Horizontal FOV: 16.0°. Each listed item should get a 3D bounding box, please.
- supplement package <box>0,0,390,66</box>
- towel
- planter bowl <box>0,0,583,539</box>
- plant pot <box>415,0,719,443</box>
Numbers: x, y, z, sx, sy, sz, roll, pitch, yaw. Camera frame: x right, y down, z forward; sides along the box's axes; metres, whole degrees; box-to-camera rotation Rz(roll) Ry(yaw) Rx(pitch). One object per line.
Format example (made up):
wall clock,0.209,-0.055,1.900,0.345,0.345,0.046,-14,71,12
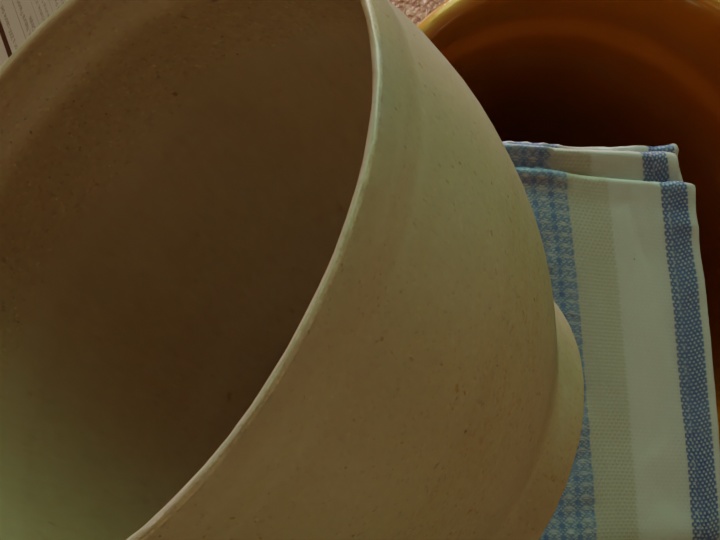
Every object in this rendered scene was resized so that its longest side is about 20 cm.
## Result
supplement package,-0.087,-0.043,0.907,0.121,0.200,0.120,6,41,-31
towel,0.032,0.027,0.850,0.199,0.148,0.024,1,-13,-26
planter bowl,-0.025,0.026,0.684,0.135,0.201,0.200,34,-13,-35
plant pot,0.066,0.001,0.993,0.199,0.201,0.183,4,-10,-15
